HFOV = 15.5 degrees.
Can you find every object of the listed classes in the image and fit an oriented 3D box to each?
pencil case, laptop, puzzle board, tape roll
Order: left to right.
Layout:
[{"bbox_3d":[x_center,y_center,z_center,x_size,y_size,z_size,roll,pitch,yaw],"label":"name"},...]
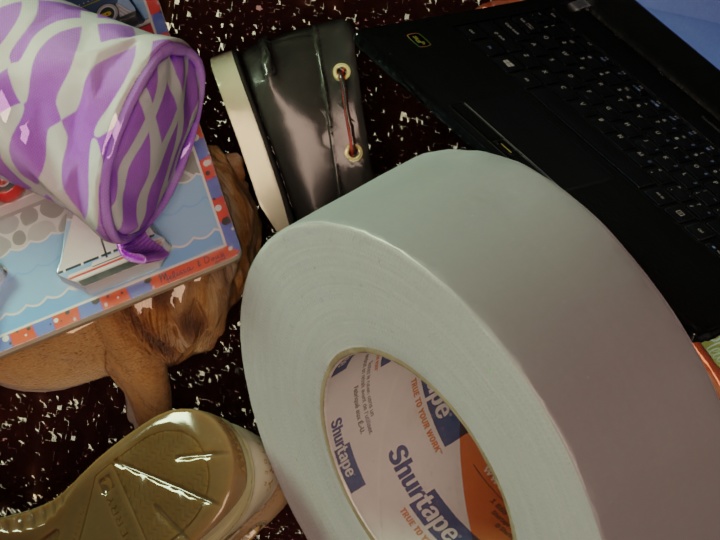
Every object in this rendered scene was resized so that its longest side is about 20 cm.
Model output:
[{"bbox_3d":[-0.156,-0.073,0.994,0.199,0.084,0.086,20,103,21],"label":"pencil case"},{"bbox_3d":[-0.159,-0.034,1.031,0.199,0.017,0.152,-22,64,4],"label":"puzzle board"},{"bbox_3d":[0.043,0.061,0.932,0.066,0.200,0.201,-30,101,-29],"label":"tape roll"},{"bbox_3d":[0.134,-0.084,0.955,0.177,0.199,0.104,43,126,27],"label":"laptop"}]

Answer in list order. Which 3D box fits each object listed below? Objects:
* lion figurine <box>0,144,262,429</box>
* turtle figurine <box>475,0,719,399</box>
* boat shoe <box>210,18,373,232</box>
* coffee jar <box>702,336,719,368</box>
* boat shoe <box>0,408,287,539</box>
[{"bbox_3d":[-0.131,0.024,1.052,0.198,0.073,0.123,-14,114,-6],"label":"lion figurine"},{"bbox_3d":[0.142,-0.051,1.036,0.161,0.064,0.201,-30,62,-3],"label":"turtle figurine"},{"bbox_3d":[0.000,0.001,1.051,0.063,0.074,0.203,-18,101,0],"label":"boat shoe"},{"bbox_3d":[0.126,0.088,1.052,0.200,0.104,0.085,-45,120,7],"label":"coffee jar"},{"bbox_3d":[-0.112,0.124,1.036,0.199,0.064,0.072,-30,66,21],"label":"boat shoe"}]
